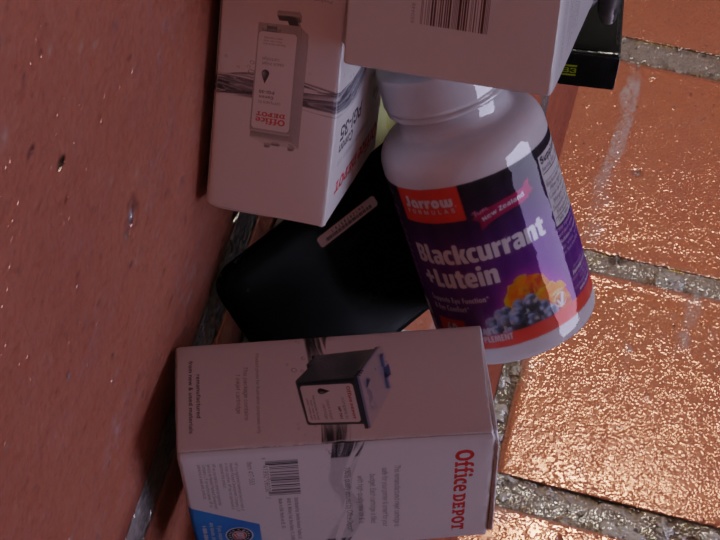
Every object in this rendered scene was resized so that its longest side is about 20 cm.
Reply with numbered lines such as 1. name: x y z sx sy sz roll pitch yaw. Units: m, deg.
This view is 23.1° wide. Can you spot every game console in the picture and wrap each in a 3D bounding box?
1. game console: 0.000 0.000 1.259 0.199 0.116 0.177 -38 117 -9

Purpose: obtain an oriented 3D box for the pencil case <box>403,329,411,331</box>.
1. pencil case: 0.039 -0.027 1.473 0.201 0.086 0.083 -60 -178 6

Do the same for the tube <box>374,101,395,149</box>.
1. tube: 0.011 -0.134 1.452 0.052 0.058 0.201 -33 151 -12

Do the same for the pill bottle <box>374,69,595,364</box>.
1. pill bottle: 0.077 -0.050 1.147 0.112 0.110 0.201 -62 138 -55

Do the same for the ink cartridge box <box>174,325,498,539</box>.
1. ink cartridge box: -0.015 0.114 1.146 0.147 0.198 0.087 88 -4 -56

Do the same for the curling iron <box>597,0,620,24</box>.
1. curling iron: 0.162 -0.219 1.080 0.201 0.025 0.050 83 22 -56

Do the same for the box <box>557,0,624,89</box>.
1. box: 0.118 -0.244 1.421 0.048 0.191 0.202 88 10 -57

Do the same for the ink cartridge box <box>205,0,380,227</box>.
1. ink cartridge box: -0.032 -0.150 1.099 0.147 0.082 0.202 -61 160 -61

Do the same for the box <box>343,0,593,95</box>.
1. box: 0.075 -0.189 1.054 0.200 0.123 0.098 -60 157 -63

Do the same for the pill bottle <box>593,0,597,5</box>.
1. pill bottle: 0.103 -0.205 1.249 0.200 0.113 0.114 -45 -163 47

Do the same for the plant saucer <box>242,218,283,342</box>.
1. plant saucer: -0.041 0.035 1.366 0.200 0.050 0.202 13 90 -80
